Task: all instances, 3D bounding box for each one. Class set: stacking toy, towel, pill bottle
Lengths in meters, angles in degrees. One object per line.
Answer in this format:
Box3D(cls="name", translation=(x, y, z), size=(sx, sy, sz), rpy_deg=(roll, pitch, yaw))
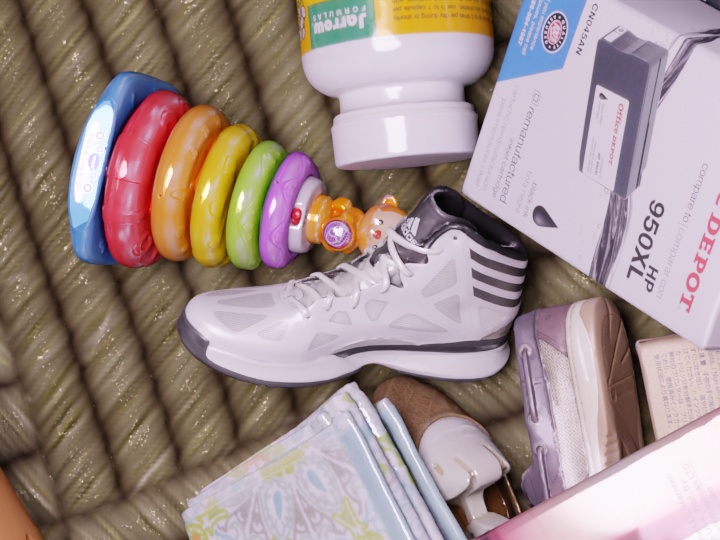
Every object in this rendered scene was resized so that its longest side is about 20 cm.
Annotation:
Box3D(cls="stacking toy", translation=(-0.062, -0.039, 1.370), size=(0.200, 0.110, 0.116), rpy_deg=(15, 93, 15))
Box3D(cls="towel", translation=(-0.007, 0.184, 1.350), size=(0.171, 0.048, 0.200), rpy_deg=(-36, 77, 41))
Box3D(cls="pill bottle", translation=(0.018, -0.161, 1.344), size=(0.113, 0.113, 0.200), rpy_deg=(-6, 87, 17))

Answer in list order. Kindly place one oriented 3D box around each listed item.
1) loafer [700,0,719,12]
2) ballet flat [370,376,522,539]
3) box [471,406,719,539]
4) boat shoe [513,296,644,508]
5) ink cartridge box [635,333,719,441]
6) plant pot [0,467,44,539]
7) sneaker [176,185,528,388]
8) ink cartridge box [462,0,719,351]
Box3D(cls="loafer", translation=(0.174, -0.204, 1.323), size=(0.070, 0.068, 0.201), rpy_deg=(-32, 76, 24))
Box3D(cls="ballet flat", translation=(0.070, 0.145, 1.336), size=(0.068, 0.072, 0.200), rpy_deg=(-19, 81, -23))
Box3D(cls="box", translation=(0.147, 0.154, 1.211), size=(0.200, 0.128, 0.109), rpy_deg=(-30, 80, 15))
Box3D(cls="boat shoe", translation=(0.124, 0.116, 1.329), size=(0.065, 0.072, 0.200), rpy_deg=(-4, 94, 30))
Box3D(cls="ink cartridge box", translation=(0.253, 0.119, 1.283), size=(0.164, 0.075, 0.200), rpy_deg=(-12, 85, 15))
Box3D(cls="plant pot", translation=(-0.269, 0.190, 1.395), size=(0.200, 0.200, 0.140), rpy_deg=(-42, 94, 12))
Box3D(cls="sneaker", translation=(0.000, 0.000, 1.309), size=(0.200, 0.076, 0.116), rpy_deg=(0, 125, -21))
Box3D(cls="ink cartridge box", translation=(0.164, -0.064, 1.255), size=(0.200, 0.084, 0.145), rpy_deg=(36, 117, 42))
